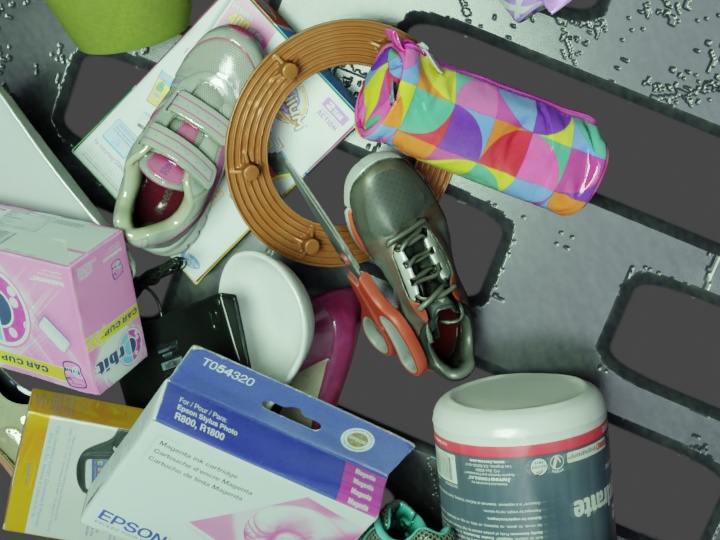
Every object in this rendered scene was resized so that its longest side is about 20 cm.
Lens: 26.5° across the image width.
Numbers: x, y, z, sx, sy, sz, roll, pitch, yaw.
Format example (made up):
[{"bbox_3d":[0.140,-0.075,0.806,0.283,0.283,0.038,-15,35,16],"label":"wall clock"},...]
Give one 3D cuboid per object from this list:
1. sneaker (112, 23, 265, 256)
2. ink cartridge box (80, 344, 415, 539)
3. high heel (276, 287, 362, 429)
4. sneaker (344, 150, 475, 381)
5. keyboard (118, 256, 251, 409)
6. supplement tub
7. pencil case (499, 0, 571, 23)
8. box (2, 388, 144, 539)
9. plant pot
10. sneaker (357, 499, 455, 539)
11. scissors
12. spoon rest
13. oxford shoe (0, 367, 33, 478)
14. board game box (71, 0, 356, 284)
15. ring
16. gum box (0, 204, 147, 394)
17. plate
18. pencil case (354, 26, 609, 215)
[{"bbox_3d":[-0.132,-0.095,1.192,0.081,0.088,0.201,25,103,3],"label":"sneaker"},{"bbox_3d":[-0.090,0.166,1.185,0.195,0.044,0.200,25,131,-16],"label":"ink cartridge box"},{"bbox_3d":[-0.034,0.111,1.288,0.067,0.096,0.202,20,124,39],"label":"high heel"},{"bbox_3d":[0.052,-0.001,1.204,0.077,0.082,0.201,-28,115,-9],"label":"sneaker"},{"bbox_3d":[-0.153,0.050,1.240,0.199,0.020,0.128,-20,85,52],"label":"keyboard"},{"bbox_3d":[0.134,0.193,1.222,0.139,0.140,0.202,-4,100,10],"label":"supplement tub"},{"bbox_3d":[0.098,-0.285,1.164,0.084,0.086,0.201,-37,95,4],"label":"pencil case"},{"bbox_3d":[-0.183,0.172,1.254,0.198,0.042,0.120,12,116,-14],"label":"box"},{"bbox_3d":[-0.197,-0.277,1.177,0.185,0.187,0.202,-7,114,10],"label":"plant pot"},{"bbox_3d":[0.022,0.229,1.242,0.077,0.199,0.092,2,92,-34],"label":"sneaker"},{"bbox_3d":[0.000,0.000,1.192,0.014,0.073,0.201,-36,123,-19],"label":"scissors"},{"bbox_3d":[-0.073,0.079,1.193,0.099,0.060,0.202,20,124,40],"label":"spoon rest"},{"bbox_3d":[-0.266,0.151,1.314,0.199,0.071,0.074,34,98,0],"label":"oxford shoe"},{"bbox_3d":[-0.115,-0.112,1.253,0.200,0.040,0.153,-42,92,14],"label":"board game box"},{"bbox_3d":[-0.010,-0.096,1.200,0.199,0.019,0.202,-8,112,-19],"label":"ring"},{"bbox_3d":[-0.274,0.016,1.222,0.199,0.066,0.114,12,124,31],"label":"gum box"},{"bbox_3d":[-0.283,-0.042,1.261,0.201,0.032,0.199,53,135,-4],"label":"plate"},{"bbox_3d":[0.092,-0.110,1.168,0.199,0.088,0.089,20,105,-21],"label":"pencil case"}]
